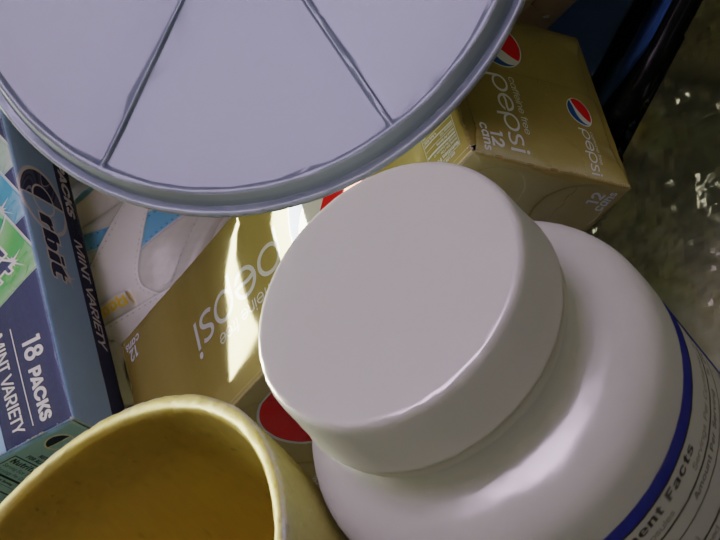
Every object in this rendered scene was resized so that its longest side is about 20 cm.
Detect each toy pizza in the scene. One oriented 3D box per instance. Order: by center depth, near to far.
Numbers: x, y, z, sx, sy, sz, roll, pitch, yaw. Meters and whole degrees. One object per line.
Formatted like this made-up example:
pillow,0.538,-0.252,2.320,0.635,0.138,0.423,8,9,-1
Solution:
toy pizza,-0.035,-0.113,0.777,0.199,0.032,0.202,-4,77,17

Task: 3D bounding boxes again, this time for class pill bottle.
pill bottle,0.055,0.056,0.721,0.111,0.200,0.113,-19,50,24

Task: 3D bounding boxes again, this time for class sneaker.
sneaker,-0.085,0.018,0.940,0.200,0.076,0.081,-48,46,0

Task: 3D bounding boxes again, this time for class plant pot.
plant pot,-0.044,0.159,0.748,0.200,0.142,0.201,-35,35,28

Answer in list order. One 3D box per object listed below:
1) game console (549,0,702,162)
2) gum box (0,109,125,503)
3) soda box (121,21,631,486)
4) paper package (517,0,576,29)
game console,0.086,-0.138,0.891,0.175,0.116,0.201,20,72,32
gum box,-0.192,0.029,0.925,0.199,0.045,0.171,-27,60,18
soda box,0.000,0.000,0.834,0.200,0.067,0.064,-46,47,39
paper package,0.023,-0.162,0.889,0.191,0.103,0.200,-43,28,20
